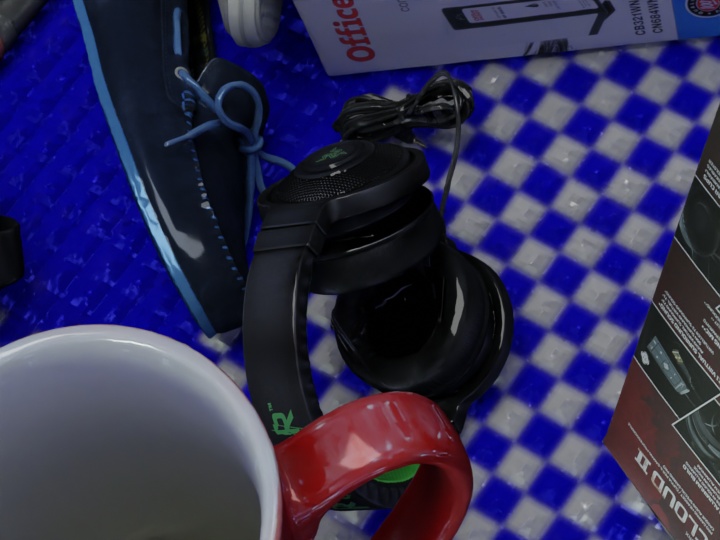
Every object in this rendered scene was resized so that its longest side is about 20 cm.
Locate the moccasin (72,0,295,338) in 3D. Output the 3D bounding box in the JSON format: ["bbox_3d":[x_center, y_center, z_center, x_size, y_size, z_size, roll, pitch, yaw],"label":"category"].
[{"bbox_3d":[-0.071,-0.067,0.962,0.068,0.080,0.200,-19,61,-2],"label":"moccasin"}]

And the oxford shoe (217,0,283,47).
[{"bbox_3d":[-0.062,-0.164,0.996,0.058,0.075,0.200,-2,44,-5],"label":"oxford shoe"}]

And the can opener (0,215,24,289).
[{"bbox_3d":[-0.239,-0.020,0.977,0.200,0.063,0.079,-2,100,20],"label":"can opener"}]

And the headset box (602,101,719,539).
[{"bbox_3d":[0.177,0.015,0.789,0.149,0.200,0.077,-20,56,-23],"label":"headset box"}]

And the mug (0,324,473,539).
[{"bbox_3d":[-0.049,0.122,0.790,0.177,0.200,0.134,1,63,13],"label":"mug"}]

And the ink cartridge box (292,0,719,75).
[{"bbox_3d":[0.065,-0.155,0.936,0.200,0.146,0.084,-6,64,11],"label":"ink cartridge box"}]

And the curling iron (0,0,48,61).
[{"bbox_3d":[-0.176,-0.107,1.036,0.050,0.026,0.200,38,76,24],"label":"curling iron"}]

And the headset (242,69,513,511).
[{"bbox_3d":[0.000,0.000,0.897,0.094,0.124,0.200,-5,45,33],"label":"headset"}]
